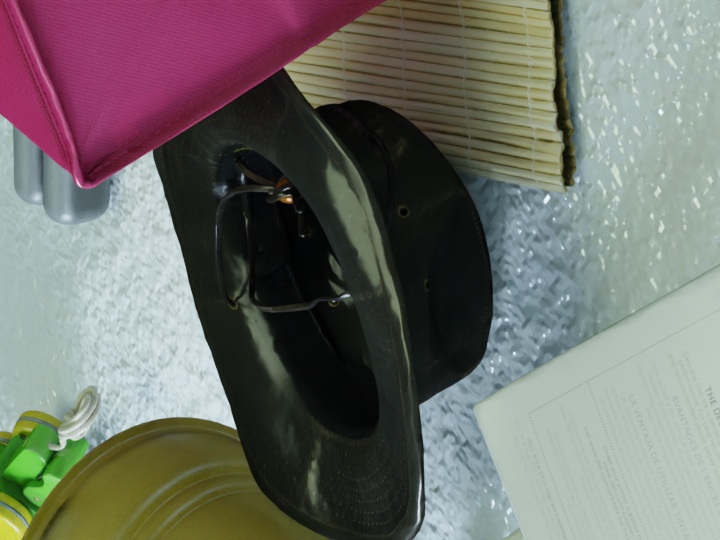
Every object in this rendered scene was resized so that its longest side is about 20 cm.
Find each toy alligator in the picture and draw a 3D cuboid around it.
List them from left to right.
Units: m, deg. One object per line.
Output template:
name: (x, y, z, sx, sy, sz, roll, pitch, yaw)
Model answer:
toy alligator: (-0.150, 0.103, 1.399, 0.054, 0.059, 0.200, 35, 149, -15)

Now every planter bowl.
planter bowl: (-0.042, 0.157, 1.128, 0.083, 0.200, 0.201, -2, 101, 41)

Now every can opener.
can opener: (-0.143, -0.115, 1.290, 0.053, 0.066, 0.200, 34, 134, 46)

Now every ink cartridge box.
ink cartridge box: (0.133, 0.049, 0.894, 0.200, 0.059, 0.104, -33, 73, 44)

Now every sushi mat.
sushi mat: (0.015, -0.086, 1.090, 0.200, 0.012, 0.096, 14, 115, 56)

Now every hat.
hat: (0.000, 0.000, 1.077, 0.201, 0.081, 0.201, 41, 142, 43)

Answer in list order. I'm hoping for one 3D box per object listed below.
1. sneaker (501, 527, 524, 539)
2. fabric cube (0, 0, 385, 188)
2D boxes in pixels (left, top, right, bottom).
sneaker: (0.046, 0.139, 1.050, 0.200, 0.071, 0.073, -56, 46, 41)
fabric cube: (-0.092, -0.186, 0.995, 0.199, 0.200, 0.196, 40, 156, 44)
